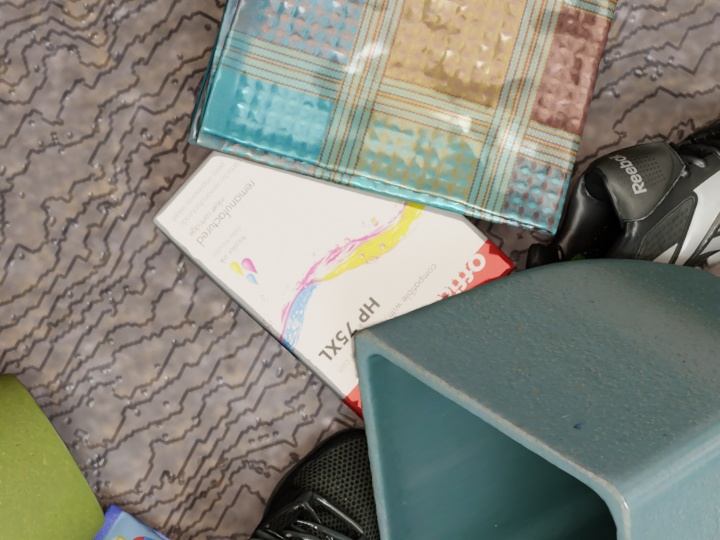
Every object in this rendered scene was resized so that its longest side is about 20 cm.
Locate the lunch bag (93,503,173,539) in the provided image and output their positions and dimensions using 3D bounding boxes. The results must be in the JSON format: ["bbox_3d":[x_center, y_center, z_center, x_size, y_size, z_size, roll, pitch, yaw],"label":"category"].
[{"bbox_3d":[-0.114,0.235,1.335,0.150,0.094,0.201,32,73,1],"label":"lunch bag"}]

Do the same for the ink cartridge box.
[{"bbox_3d":[0.000,0.000,1.349,0.200,0.067,0.116,42,87,0],"label":"ink cartridge box"}]

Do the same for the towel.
[{"bbox_3d":[0.024,-0.111,1.308,0.199,0.022,0.148,15,90,-3],"label":"towel"}]

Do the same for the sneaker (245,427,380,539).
[{"bbox_3d":[-0.028,0.152,1.295,0.076,0.114,0.200,39,59,1],"label":"sneaker"}]

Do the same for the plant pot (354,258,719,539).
[{"bbox_3d":[0.141,0.105,1.268,0.199,0.196,0.197,-27,128,-29],"label":"plant pot"}]

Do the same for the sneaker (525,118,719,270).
[{"bbox_3d":[0.165,-0.039,1.342,0.200,0.066,0.091,-43,131,-2],"label":"sneaker"}]

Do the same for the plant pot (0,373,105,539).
[{"bbox_3d":[-0.237,0.146,1.289,0.199,0.187,0.188,-32,89,-13],"label":"plant pot"}]
